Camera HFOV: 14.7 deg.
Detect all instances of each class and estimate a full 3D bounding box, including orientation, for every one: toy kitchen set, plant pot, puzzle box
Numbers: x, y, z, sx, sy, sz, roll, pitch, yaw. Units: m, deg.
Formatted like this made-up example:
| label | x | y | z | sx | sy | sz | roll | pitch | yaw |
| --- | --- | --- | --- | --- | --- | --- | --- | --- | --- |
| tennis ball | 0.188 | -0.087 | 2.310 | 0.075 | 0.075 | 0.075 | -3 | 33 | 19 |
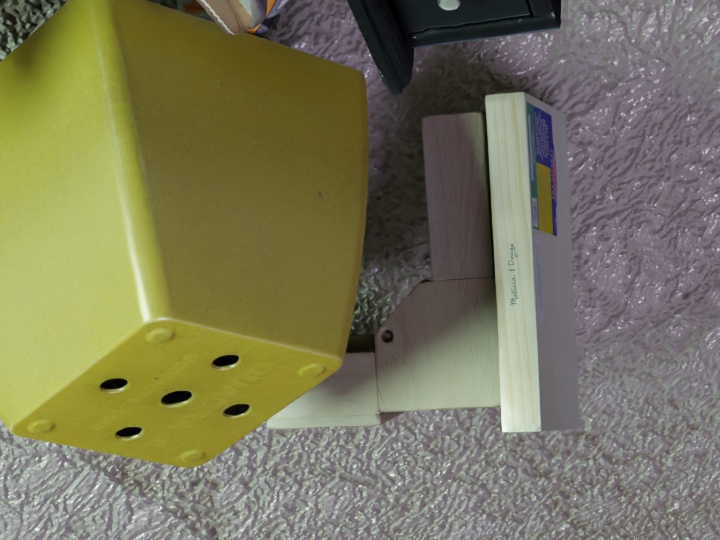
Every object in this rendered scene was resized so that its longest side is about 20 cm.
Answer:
| label | x | y | z | sx | sy | sz | roll | pitch | yaw |
| --- | --- | --- | --- | --- | --- | --- | --- | --- | --- |
| toy kitchen set | 0.000 | 0.000 | 1.735 | 0.200 | 0.181 | 0.163 | -4 | -179 | 13 |
| plant pot | -0.114 | -0.007 | 1.513 | 0.200 | 0.177 | 0.200 | 16 | 141 | -40 |
| puzzle box | 0.104 | -0.002 | 1.680 | 0.025 | 0.200 | 0.133 | -3 | 176 | 15 |

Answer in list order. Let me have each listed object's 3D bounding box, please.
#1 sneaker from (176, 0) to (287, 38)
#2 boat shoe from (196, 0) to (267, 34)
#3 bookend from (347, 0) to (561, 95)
| label | x | y | z | sx | sy | sz | roll | pitch | yaw |
| --- | --- | --- | --- | --- | --- | --- | --- | --- | --- |
| sneaker | -0.037 | -0.196 | 1.513 | 0.077 | 0.078 | 0.200 | -10 | 139 | -46 |
| boat shoe | -0.121 | -0.198 | 1.436 | 0.072 | 0.076 | 0.200 | -31 | 113 | 16 |
| bookend | 0.084 | -0.194 | 1.412 | 0.198 | 0.092 | 0.200 | -6 | 146 | 14 |
